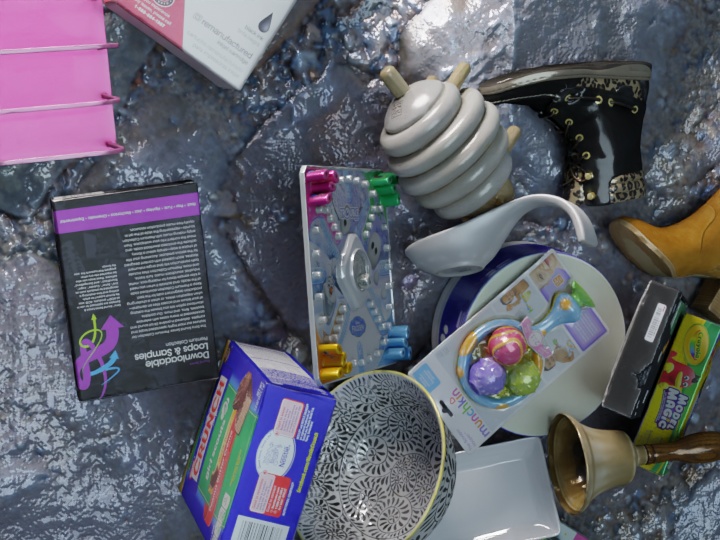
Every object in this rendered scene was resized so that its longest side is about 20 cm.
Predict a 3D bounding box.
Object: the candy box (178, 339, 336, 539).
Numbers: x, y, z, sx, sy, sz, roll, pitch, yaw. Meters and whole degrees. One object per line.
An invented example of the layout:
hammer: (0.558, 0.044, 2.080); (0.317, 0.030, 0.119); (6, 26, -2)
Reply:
candy box: (-0.103, 0.171, 1.287); (0.076, 0.200, 0.171); (16, 93, -17)

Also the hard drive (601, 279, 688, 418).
hard drive: (0.306, 0.087, 1.427); (0.038, 0.200, 0.141); (22, 92, 18)

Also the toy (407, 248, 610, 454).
toy: (0.160, 0.086, 1.361); (0.200, 0.047, 0.115); (-41, 107, -9)

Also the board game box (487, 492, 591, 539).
board game box: (0.161, 0.358, 1.479); (0.147, 0.064, 0.201); (32, 88, -19)

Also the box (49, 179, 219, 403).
box: (-0.221, 0.019, 1.313); (0.141, 0.036, 0.202); (-8, 99, -17)

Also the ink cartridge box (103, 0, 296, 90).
ink cartridge box: (-0.127, -0.296, 1.269); (0.144, 0.084, 0.201); (33, 87, -21)

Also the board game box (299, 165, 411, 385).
board game box: (0.000, 0.000, 1.301); (0.026, 0.200, 0.202); (-3, 91, 23)

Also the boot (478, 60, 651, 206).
boot: (0.224, -0.143, 1.422); (0.198, 0.073, 0.152); (-9, 100, -23)

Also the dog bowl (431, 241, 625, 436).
dog bowl: (0.181, 0.073, 1.434); (0.198, 0.079, 0.202); (-3, 100, -18)

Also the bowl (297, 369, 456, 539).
bowl: (0.030, 0.212, 1.366); (0.094, 0.200, 0.202); (31, 88, -45)

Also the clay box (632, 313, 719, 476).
clay box: (0.346, 0.151, 1.483); (0.047, 0.115, 0.202); (21, 91, 17)

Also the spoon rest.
spoon rest: (0.139, -0.036, 1.352); (0.099, 0.198, 0.061); (15, 67, -60)

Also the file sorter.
file sorter: (-0.291, -0.198, 1.207); (0.138, 0.125, 0.202); (-7, 100, -18)

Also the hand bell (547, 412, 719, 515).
hand bell: (0.305, 0.190, 1.393); (0.198, 0.104, 0.105); (-5, 100, -14)

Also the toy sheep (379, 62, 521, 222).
toy sheep: (0.086, -0.130, 1.347); (0.138, 0.138, 0.200); (-47, 108, -7)

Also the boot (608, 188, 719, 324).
boot: (0.378, -0.049, 1.496); (0.201, 0.071, 0.145); (36, 80, -23)

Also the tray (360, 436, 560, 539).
tray: (0.106, 0.250, 1.425); (0.198, 0.022, 0.109); (-13, 78, 4)
